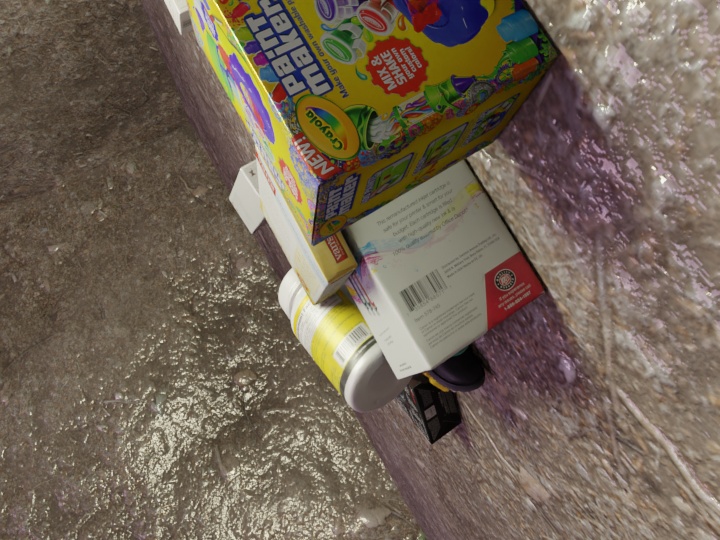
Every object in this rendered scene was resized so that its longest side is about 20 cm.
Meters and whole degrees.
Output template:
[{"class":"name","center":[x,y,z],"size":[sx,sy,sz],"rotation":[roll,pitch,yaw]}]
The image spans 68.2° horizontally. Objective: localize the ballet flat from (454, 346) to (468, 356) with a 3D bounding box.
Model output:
[{"class":"ballet flat","center":[0.052,0.032,0.662],"size":[0.201,0.067,0.071],"rotation":[48,151,6]}]

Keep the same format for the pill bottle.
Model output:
[{"class":"pill bottle","center":[-0.022,0.076,0.702],"size":[0.200,0.113,0.116],"rotation":[44,159,38]}]

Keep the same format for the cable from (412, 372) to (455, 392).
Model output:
[{"class":"cable","center":[0.076,0.131,0.809],"size":[0.198,0.050,0.099],"rotation":[28,-150,-46]}]

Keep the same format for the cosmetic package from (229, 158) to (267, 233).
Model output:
[{"class":"cosmetic package","center":[-0.146,-0.137,0.881],"size":[0.082,0.112,0.199],"rotation":[56,163,-8]}]

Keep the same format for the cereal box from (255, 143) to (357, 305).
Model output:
[{"class":"cereal box","center":[-0.063,-0.043,0.573],"size":[0.147,0.039,0.200],"rotation":[62,167,3]}]

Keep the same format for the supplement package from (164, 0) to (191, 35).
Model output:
[{"class":"supplement package","center":[-0.323,-0.564,0.961],"size":[0.204,0.118,0.121],"rotation":[65,167,-12]}]

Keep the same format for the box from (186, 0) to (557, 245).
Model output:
[{"class":"box","center":[-0.003,-0.165,0.396],"size":[0.203,0.190,0.122],"rotation":[58,166,8]}]

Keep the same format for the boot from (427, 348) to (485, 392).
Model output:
[{"class":"boot","center":[0.101,0.048,0.727],"size":[0.164,0.065,0.205],"rotation":[35,144,46]}]

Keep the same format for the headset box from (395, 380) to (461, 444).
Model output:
[{"class":"headset box","center":[0.093,0.196,1.000],"size":[0.200,0.074,0.152],"rotation":[42,156,55]}]

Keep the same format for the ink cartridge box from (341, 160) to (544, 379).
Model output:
[{"class":"ink cartridge box","center":[0.059,-0.015,0.561],"size":[0.204,0.143,0.145],"rotation":[60,167,8]}]
